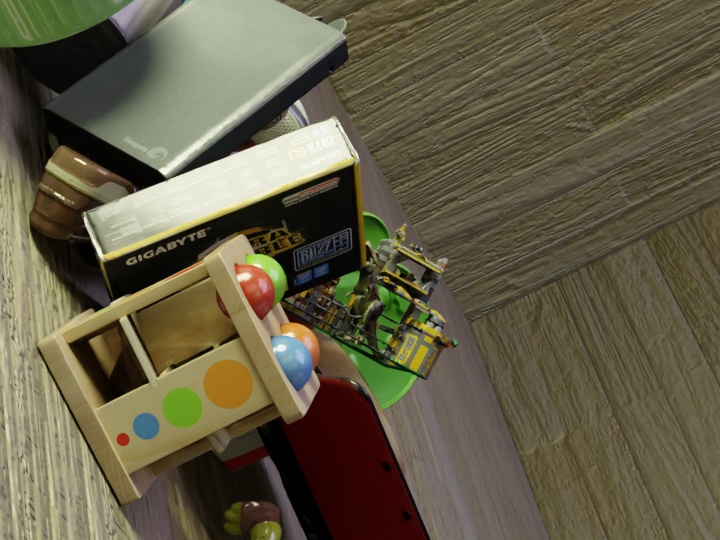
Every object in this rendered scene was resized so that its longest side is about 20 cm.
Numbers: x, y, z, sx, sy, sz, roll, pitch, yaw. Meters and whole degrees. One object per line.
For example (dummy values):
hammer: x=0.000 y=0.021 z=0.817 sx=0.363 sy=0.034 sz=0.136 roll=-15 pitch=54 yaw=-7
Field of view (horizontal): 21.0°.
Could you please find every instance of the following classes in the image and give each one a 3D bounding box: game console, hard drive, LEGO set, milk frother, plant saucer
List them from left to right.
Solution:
milk frother: x=-0.232 y=-0.225 z=1.654 sx=0.200 sy=0.180 sz=0.188 roll=98 pitch=16 yaw=-49
hard drive: x=-0.126 y=-0.143 z=1.501 sx=0.139 sy=0.200 sz=0.033 roll=29 pitch=-34 yaw=32
plant saucer: x=-0.012 y=0.125 z=1.668 sx=0.200 sy=0.035 sz=0.200 roll=57 pitch=-13 yaw=20
game console: x=-0.010 y=0.132 z=1.547 sx=0.173 sy=0.118 sz=0.200 roll=-77 pitch=150 yaw=-58
LEGO set: x=0.000 y=0.000 z=1.641 sx=0.200 sy=0.116 sz=0.154 roll=28 pitch=-6 yaw=-2

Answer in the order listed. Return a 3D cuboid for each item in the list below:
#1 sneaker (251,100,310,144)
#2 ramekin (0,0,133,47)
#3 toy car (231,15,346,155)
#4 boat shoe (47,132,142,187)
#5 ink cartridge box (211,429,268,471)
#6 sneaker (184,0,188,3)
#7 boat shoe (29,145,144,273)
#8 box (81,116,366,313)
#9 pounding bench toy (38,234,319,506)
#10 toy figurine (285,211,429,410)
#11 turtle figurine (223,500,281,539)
sneaker: x=-0.137 y=-0.157 z=1.768 sx=0.200 sy=0.077 sz=0.085 roll=31 pitch=24 yaw=-12
ramekin: x=-0.237 y=-0.255 z=1.441 sx=0.200 sy=0.199 sz=0.098 roll=-107 pitch=176 yaw=-52
toy car: x=-0.090 y=-0.137 z=1.608 sx=0.158 sy=0.200 sz=0.164 roll=47 pitch=-5 yaw=-20
boat shoe: x=-0.187 y=-0.052 z=1.595 sx=0.201 sy=0.060 sz=0.072 roll=57 pitch=10 yaw=-43
ink cartridge box: x=-0.114 y=0.084 z=1.606 sx=0.200 sy=0.067 sz=0.116 roll=55 pitch=13 yaw=-52
sneaker: x=-0.231 y=-0.217 z=1.858 sx=0.200 sy=0.131 sz=0.079 roll=30 pitch=17 yaw=28
boat shoe: x=-0.194 y=-0.036 z=1.476 sx=0.075 sy=0.075 sz=0.202 roll=29 pitch=-1 yaw=24
box: x=-0.097 y=-0.022 z=1.448 sx=0.160 sy=0.200 sz=0.049 roll=88 pitch=-22 yaw=-63
pounding bench toy: x=-0.111 y=0.057 z=1.375 sx=0.124 sy=0.156 sz=0.200 roll=63 pitch=7 yaw=-4
toy figurine: x=-0.050 y=0.027 z=1.898 sx=0.184 sy=0.150 sz=0.201 roll=14 pitch=-58 yaw=47
turtle figurine: x=-0.067 y=0.238 z=1.414 sx=0.200 sy=0.064 sz=0.161 roll=60 pitch=8 yaw=-31
